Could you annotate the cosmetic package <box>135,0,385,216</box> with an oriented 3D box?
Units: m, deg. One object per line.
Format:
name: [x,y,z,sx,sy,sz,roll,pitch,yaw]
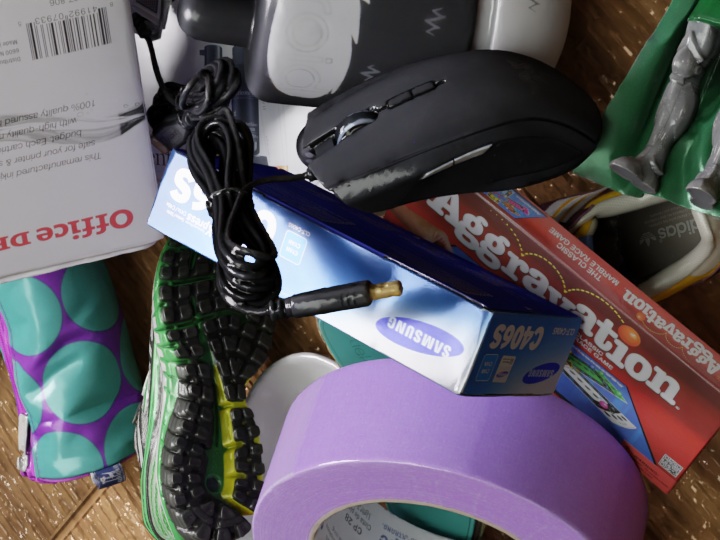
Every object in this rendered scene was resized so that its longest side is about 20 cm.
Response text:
cosmetic package: [-0.077,-0.112,1.069,0.198,0.051,0.153,6,100,32]

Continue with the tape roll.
tape roll: [0.047,0.132,0.957,0.198,0.066,0.201,12,143,9]

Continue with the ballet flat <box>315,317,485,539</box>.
ballet flat: [0.031,0.072,1.021,0.070,0.071,0.201,0,129,32]

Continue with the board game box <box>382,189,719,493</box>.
board game box: [0.095,0.020,0.910,0.200,0.019,0.103,40,149,12]

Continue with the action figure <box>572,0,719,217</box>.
action figure: [0.182,-0.127,0.862,0.117,0.055,0.202,18,80,30]

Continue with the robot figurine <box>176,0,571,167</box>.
robot figurine: [0.008,-0.141,0.933,0.197,0.126,0.151,5,137,-8]

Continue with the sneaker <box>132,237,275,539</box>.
sneaker: [-0.104,0.066,1.080,0.085,0.077,0.202,-27,54,52]

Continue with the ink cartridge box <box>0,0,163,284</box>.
ink cartridge box: [-0.194,-0.102,0.989,0.084,0.143,0.202,-121,22,-54]

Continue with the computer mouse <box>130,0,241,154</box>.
computer mouse: [-0.115,-0.169,1.017,0.110,0.043,0.202,143,111,-68]

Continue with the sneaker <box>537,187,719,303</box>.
sneaker: [0.111,-0.005,0.945,0.199,0.090,0.076,-28,85,33]

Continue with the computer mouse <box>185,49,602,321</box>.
computer mouse: [0.019,-0.046,0.835,0.198,0.141,0.046,-8,136,-1]

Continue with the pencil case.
pencil case: [-0.194,0.033,1.131,0.085,0.092,0.202,2,112,55]

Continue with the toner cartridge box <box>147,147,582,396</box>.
toner cartridge box: [0.000,0.000,0.892,0.199,0.095,0.044,27,102,31]

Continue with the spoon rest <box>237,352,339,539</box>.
spoon rest: [-0.051,0.139,1.098,0.099,0.060,0.201,40,119,22]
